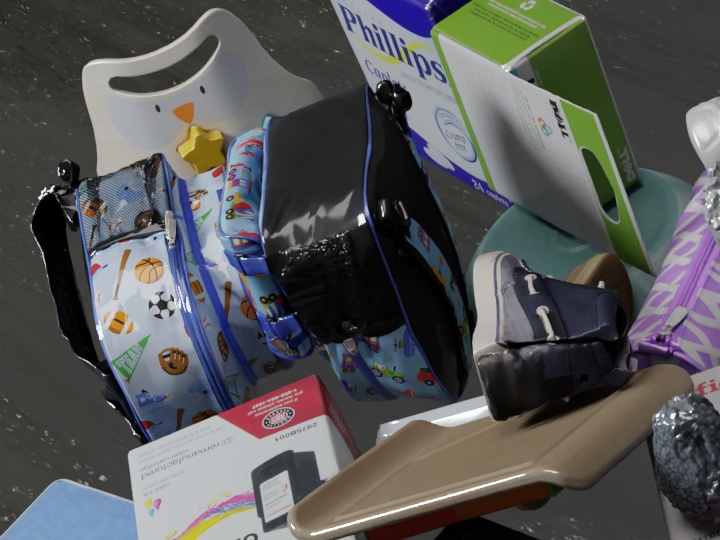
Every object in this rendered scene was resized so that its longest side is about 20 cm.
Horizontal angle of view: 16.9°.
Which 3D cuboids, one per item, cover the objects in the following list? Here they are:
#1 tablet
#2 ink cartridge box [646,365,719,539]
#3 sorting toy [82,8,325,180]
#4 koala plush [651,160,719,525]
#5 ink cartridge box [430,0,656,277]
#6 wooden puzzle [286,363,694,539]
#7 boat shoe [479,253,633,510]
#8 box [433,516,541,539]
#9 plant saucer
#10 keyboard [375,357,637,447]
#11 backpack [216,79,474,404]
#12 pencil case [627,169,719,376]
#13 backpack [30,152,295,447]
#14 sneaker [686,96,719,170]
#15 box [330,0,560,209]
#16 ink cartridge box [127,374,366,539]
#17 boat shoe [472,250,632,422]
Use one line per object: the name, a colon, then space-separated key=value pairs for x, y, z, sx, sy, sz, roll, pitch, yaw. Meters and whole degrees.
tablet: x=-0.231 y=0.226 z=1.670 sx=0.130 sy=0.014 sz=0.200 roll=12 pitch=48 yaw=42
ink cartridge box: x=0.252 y=0.139 z=1.413 sx=0.147 sy=0.086 sz=0.200 roll=-19 pitch=36 yaw=9
sorting toy: x=-0.130 y=-0.114 z=1.910 sx=0.199 sy=0.181 sz=0.107 roll=-23 pitch=34 yaw=5
koala plush: x=0.252 y=0.035 z=1.298 sx=0.184 sy=0.201 sz=0.177 roll=-38 pitch=38 yaw=-21
ink cartridge box: x=0.150 y=-0.099 z=1.678 sx=0.076 sy=0.148 sz=0.200 roll=-35 pitch=36 yaw=-16
wooden puzzle: x=0.081 y=0.114 z=1.434 sx=0.199 sy=0.037 sz=0.185 roll=-14 pitch=9 yaw=33
boat shoe: x=0.119 y=0.068 z=1.598 sx=0.064 sy=0.071 sz=0.200 roll=0 pitch=47 yaw=40
box: x=0.096 y=0.243 z=1.351 sx=0.200 sy=0.107 sz=0.148 roll=18 pitch=53 yaw=45
plant saucer: x=0.160 y=-0.016 z=1.723 sx=0.199 sy=0.036 sz=0.200 roll=-17 pitch=35 yaw=12
keyboard: x=0.088 y=0.102 z=1.540 sx=0.199 sy=0.011 sz=0.057 roll=-18 pitch=51 yaw=33
backpack: x=0.000 y=0.000 z=1.656 sx=0.134 sy=0.200 sz=0.183 roll=-17 pitch=36 yaw=13
pencil case: x=0.225 y=0.016 z=1.593 sx=0.084 sy=0.086 sz=0.200 roll=0 pitch=41 yaw=29
backpack: x=-0.127 y=0.033 z=1.726 sx=0.153 sy=0.200 sz=0.191 roll=-17 pitch=48 yaw=14
sneaker: x=0.308 y=-0.081 z=1.585 sx=0.099 sy=0.199 sz=0.078 roll=-36 pitch=57 yaw=33
box: x=0.074 y=-0.174 z=1.841 sx=0.105 sy=0.201 sz=0.184 roll=-36 pitch=35 yaw=-15
ink cartridge box: x=-0.063 y=0.178 z=1.563 sx=0.145 sy=0.083 sz=0.200 roll=-23 pitch=34 yaw=4
boat shoe: x=0.122 y=0.033 z=1.507 sx=0.092 sy=0.075 sz=0.200 roll=-13 pitch=21 yaw=8
